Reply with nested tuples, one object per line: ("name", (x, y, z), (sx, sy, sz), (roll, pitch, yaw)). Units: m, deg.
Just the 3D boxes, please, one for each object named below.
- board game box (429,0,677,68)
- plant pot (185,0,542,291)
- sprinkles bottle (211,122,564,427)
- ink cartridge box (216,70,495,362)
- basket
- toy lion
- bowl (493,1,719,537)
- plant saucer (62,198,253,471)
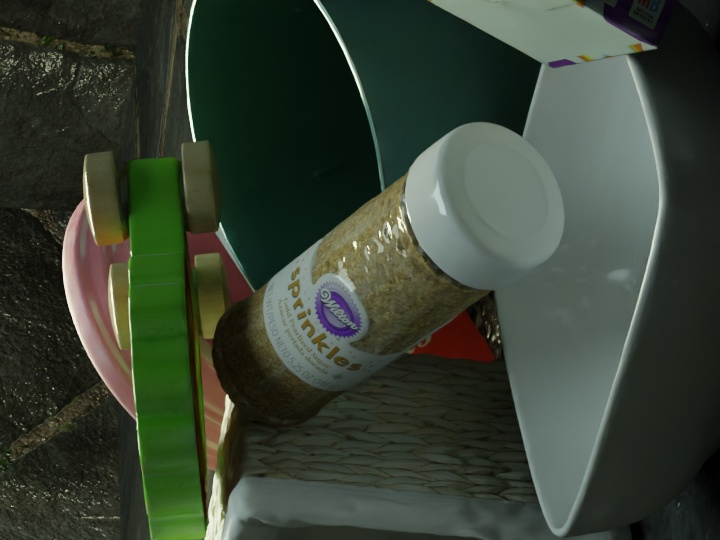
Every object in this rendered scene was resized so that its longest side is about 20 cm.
("board game box", (0.094, -0.196, 0.902), (0.201, 0.102, 0.105), (-67, 18, -7))
("plant pot", (0.026, -0.083, 1.164), (0.200, 0.160, 0.202), (38, 137, 47))
("sprinkles bottle", (0.008, 0.006, 1.023), (0.200, 0.068, 0.069), (-37, 47, 48))
("ink cartridge box", (0.000, 0.000, 1.284), (0.201, 0.109, 0.050), (57, 159, -15))
("basket", (0.013, 0.159, 1.154), (0.161, 0.198, 0.200), (-101, 19, -58))
("toy lion", (-0.096, 0.048, 1.137), (0.200, 0.068, 0.193), (91, 173, -65))
("bowl", (0.121, -0.010, 0.974), (0.200, 0.074, 0.201), (-101, 18, -51))
("plant saucer", (-0.082, 0.021, 1.333), (0.051, 0.200, 0.202), (-36, 43, 35))
